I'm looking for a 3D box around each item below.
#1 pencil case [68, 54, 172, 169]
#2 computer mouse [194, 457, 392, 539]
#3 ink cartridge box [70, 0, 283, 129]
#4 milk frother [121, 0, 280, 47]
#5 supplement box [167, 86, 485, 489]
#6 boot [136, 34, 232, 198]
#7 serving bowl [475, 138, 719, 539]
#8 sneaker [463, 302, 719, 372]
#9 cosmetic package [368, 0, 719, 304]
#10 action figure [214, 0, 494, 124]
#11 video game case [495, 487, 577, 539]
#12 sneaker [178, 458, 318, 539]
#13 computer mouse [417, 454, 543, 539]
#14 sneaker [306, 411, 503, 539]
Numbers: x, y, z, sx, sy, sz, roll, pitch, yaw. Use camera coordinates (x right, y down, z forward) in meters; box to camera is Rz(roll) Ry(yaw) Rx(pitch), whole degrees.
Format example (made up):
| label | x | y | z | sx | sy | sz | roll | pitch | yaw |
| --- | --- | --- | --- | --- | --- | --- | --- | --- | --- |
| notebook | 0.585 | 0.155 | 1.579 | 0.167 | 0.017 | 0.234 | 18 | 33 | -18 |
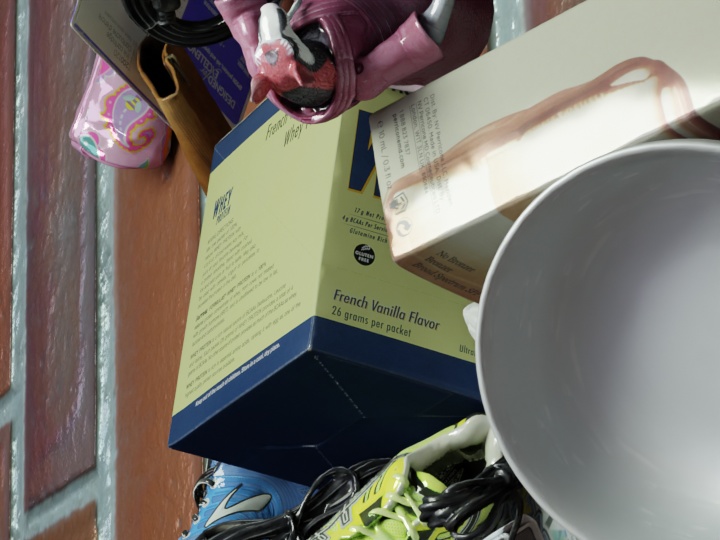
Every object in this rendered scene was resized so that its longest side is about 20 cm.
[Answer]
| label | x | y | z | sx | sy | sz | roll | pitch | yaw |
| --- | --- | --- | --- | --- | --- | --- | --- | --- | --- |
| pencil case | -0.170 | -0.180 | 1.887 | 0.087 | 0.087 | 0.200 | 42 | 122 | 60 |
| computer mouse | 0.003 | 0.213 | 1.338 | 0.200 | 0.138 | 0.053 | 61 | 165 | 22 |
| ink cartridge box | -0.126 | -0.192 | 1.624 | 0.043 | 0.198 | 0.200 | -1 | 61 | 31 |
| milk frother | -0.066 | -0.243 | 1.553 | 0.188 | 0.200 | 0.181 | -122 | 43 | -54 |
| supplement box | 0.000 | 0.000 | 1.387 | 0.200 | 0.134 | 0.200 | -36 | 42 | 56 |
| boot | -0.070 | -0.042 | 1.539 | 0.188 | 0.068 | 0.200 | -103 | -12 | -53 |
| serving bowl | 0.156 | 0.035 | 1.087 | 0.200 | 0.066 | 0.201 | 6 | 105 | 24 |
| sneaker | 0.137 | 0.052 | 1.214 | 0.200 | 0.078 | 0.100 | 1 | 109 | 58 |
| cosmetic package | 0.115 | -0.064 | 1.152 | 0.200 | 0.103 | 0.087 | -27 | 58 | 31 |
| action figure | -0.016 | -0.118 | 1.207 | 0.200 | 0.134 | 0.149 | -52 | -25 | -53 |
| video game case | 0.077 | 0.156 | 1.346 | 0.182 | 0.022 | 0.200 | -60 | 34 | 39 |
| sneaker | -0.080 | 0.158 | 1.465 | 0.089 | 0.200 | 0.079 | 51 | 151 | 13 |
| computer mouse | 0.057 | 0.157 | 1.229 | 0.044 | 0.110 | 0.200 | 31 | 135 | 23 |
| sneaker | 0.009 | 0.140 | 1.258 | 0.075 | 0.200 | 0.076 | 32 | 139 | 15 |
